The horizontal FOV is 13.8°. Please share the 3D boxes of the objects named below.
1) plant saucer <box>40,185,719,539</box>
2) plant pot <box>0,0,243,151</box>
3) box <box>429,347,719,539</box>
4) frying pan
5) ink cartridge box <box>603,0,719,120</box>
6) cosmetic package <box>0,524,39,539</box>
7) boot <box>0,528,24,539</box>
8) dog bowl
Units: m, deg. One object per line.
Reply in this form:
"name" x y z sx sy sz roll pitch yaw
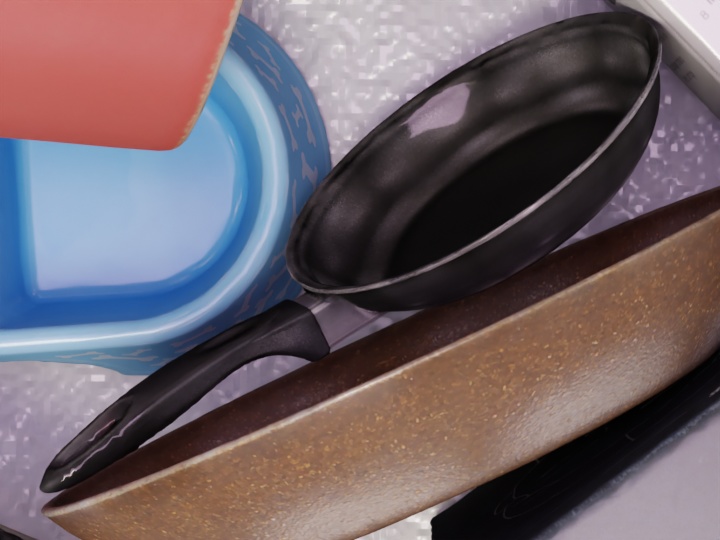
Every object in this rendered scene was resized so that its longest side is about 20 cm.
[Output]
"plant saucer" 0.018 0.032 0.744 0.200 0.200 0.037 -25 91 1
"plant pot" -0.110 -0.120 0.734 0.177 0.200 0.201 16 90 -9
"box" 0.129 0.063 0.752 0.200 0.197 0.124 -37 89 2
"frying pan" 0.012 -0.003 0.758 0.031 0.115 0.190 54 54 -22
"ink cartridge box" 0.102 -0.144 0.809 0.148 0.086 0.200 -44 88 2
"cosmetic package" -0.107 0.125 0.821 0.200 0.073 0.104 23 91 2
"boot" -0.124 0.154 0.741 0.158 0.079 0.211 30 88 3
"dog bowl" -0.109 -0.022 0.833 0.200 0.050 0.112 -4 90 2
